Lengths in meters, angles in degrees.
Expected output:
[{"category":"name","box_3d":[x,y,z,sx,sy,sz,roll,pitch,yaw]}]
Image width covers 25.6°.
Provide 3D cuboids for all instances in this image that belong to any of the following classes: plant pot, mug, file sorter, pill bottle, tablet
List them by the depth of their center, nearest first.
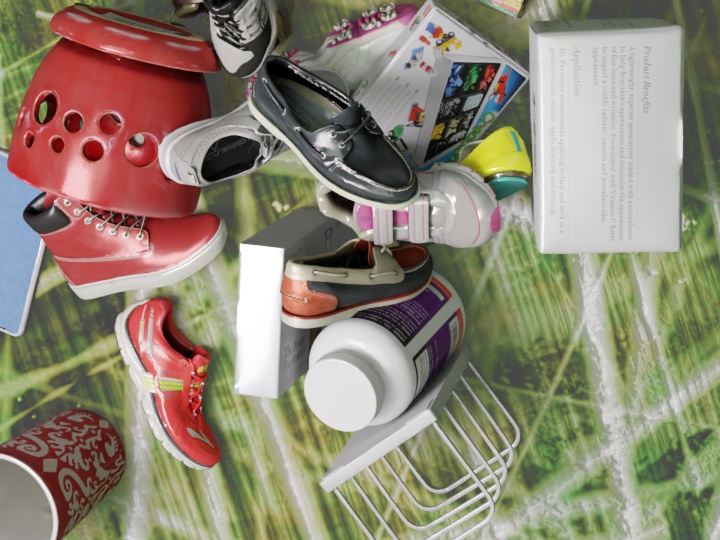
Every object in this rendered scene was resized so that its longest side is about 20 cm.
[{"category":"pill bottle","box_3d":[0.021,0.079,1.572,0.112,0.200,0.113,11,117,23]},{"category":"file sorter","box_3d":[0.071,0.189,1.593,0.139,0.200,0.125,-35,95,20]},{"category":"plant pot","box_3d":[-0.244,-0.165,1.606,0.200,0.200,0.183,18,104,12]},{"category":"mug","box_3d":[-0.364,0.237,1.729,0.177,0.200,0.134,-22,96,20]},{"category":"tablet","box_3d":[-0.414,-0.037,1.782,0.130,0.014,0.201,21,106,11]}]

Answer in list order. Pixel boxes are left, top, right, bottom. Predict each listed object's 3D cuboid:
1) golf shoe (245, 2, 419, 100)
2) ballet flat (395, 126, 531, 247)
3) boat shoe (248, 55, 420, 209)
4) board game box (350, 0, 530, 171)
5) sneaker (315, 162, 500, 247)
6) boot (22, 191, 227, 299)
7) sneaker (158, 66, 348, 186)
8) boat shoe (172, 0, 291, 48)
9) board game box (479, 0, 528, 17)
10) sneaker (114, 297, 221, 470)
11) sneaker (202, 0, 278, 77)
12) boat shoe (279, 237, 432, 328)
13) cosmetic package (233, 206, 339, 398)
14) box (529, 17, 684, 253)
[{"category":"golf shoe","box_3d":[-0.016,-0.200,1.606,0.199,0.075,0.092,-25,111,21]},{"category":"ballet flat","box_3d":[0.098,-0.083,1.556,0.200,0.067,0.067,-33,60,52]},{"category":"boat shoe","box_3d":[-0.023,-0.134,1.461,0.199,0.074,0.066,43,146,24]},{"category":"board game box","box_3d":[0.059,-0.157,1.576,0.126,0.035,0.200,32,111,-23]},{"category":"sneaker","box_3d":[0.039,-0.058,1.501,0.199,0.088,0.082,13,121,35]},{"category":"boot","box_3d":[-0.252,-0.052,1.670,0.199,0.073,0.145,-14,128,20]},{"category":"sneaker","box_3d":[-0.093,-0.129,1.537,0.199,0.082,0.075,-30,123,-13]},{"category":"boat shoe","box_3d":[-0.164,-0.287,1.614,0.200,0.072,0.072,42,84,-2]},{"category":"board game box","box_3d":[0.088,-0.337,1.563,0.199,0.023,0.105,26,110,10]},{"category":"sneaker","box_3d":[-0.196,0.123,1.722,0.085,0.077,0.201,-25,95,15]},{"category":"sneaker","box_3d":[-0.124,-0.258,1.511,0.075,0.088,0.201,25,137,14]},{"category":"boat shoe","box_3d":[0.000,0.000,1.529,0.071,0.200,0.063,19,116,40]},{"category":"cosmetic package","box_3d":[-0.072,0.028,1.595,0.051,0.200,0.152,5,104,14]},{"category":"box","box_3d":[0.224,-0.130,1.464,0.130,0.200,0.200,-1,101,5]}]
